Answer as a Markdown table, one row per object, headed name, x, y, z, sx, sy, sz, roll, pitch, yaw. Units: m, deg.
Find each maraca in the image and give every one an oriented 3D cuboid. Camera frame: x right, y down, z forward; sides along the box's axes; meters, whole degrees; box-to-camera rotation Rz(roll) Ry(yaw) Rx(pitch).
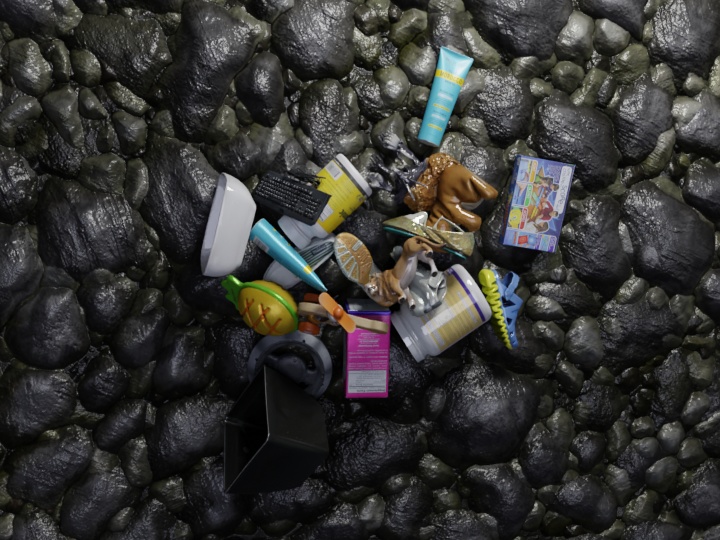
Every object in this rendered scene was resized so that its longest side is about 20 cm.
| name | x | y | z | sx | sy | sz | roll | pitch | yaw |
| --- | --- | --- | --- | --- | --- | --- | --- | --- | --- |
| maraca | -0.217 | 0.074 | 1.309 | 0.197 | 0.107 | 0.139 | 21 | 140 | 20 |

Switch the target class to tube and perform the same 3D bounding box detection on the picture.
| name | x | y | z | sx | sy | sz | roll | pitch | yaw |
| --- | --- | --- | --- | --- | --- | --- | --- | --- | --- |
| tube | 0.178 | -0.373 | 1.312 | 0.076 | 0.050 | 0.204 | 17 | 94 | -17 |
| tube | -0.146 | -0.022 | 1.263 | 0.199 | 0.077 | 0.051 | 42 | 88 | 0 |

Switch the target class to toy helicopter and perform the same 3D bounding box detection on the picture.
| name | x | y | z | sx | sy | sz | roll | pitch | yaw |
| --- | --- | --- | --- | --- | --- | --- | --- | --- | --- |
| toy helicopter | -0.034 | 0.097 | 1.249 | 0.196 | 0.132 | 0.081 | 14 | 73 | -6 |

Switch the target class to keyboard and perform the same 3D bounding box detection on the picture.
| name | x | y | z | sx | sy | sz | roll | pitch | yaw |
| --- | --- | --- | --- | --- | --- | --- | --- | --- | --- |
| keyboard | -0.146 | -0.170 | 1.253 | 0.105 | 0.198 | 0.040 | -60 | 144 | -7 |

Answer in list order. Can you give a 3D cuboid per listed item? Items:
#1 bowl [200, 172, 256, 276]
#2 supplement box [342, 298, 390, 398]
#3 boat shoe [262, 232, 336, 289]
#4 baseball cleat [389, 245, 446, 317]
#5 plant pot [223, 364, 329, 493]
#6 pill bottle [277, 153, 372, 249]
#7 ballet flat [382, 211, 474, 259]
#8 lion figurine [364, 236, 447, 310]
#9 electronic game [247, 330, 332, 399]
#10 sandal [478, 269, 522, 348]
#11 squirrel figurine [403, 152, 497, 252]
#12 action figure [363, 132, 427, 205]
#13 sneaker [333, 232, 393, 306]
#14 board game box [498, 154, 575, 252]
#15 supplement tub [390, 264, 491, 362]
| name | x | y | z | sx | sy | sz | roll | pitch | yaw |
| --- | --- | --- | --- | --- | --- | --- | --- | --- | --- |
| bowl | -0.272 | -0.090 | 1.246 | 0.073 | 0.200 | 0.204 | 14 | 99 | -20 |
| supplement box | 0.011 | 0.176 | 1.376 | 0.101 | 0.101 | 0.205 | 1 | 102 | -7 |
| boat shoe | -0.136 | -0.018 | 1.337 | 0.199 | 0.067 | 0.074 | -39 | 103 | 3 |
| baseball cleat | 0.131 | 0.012 | 1.314 | 0.105 | 0.202 | 0.070 | -25 | 139 | 10 |
| plant pot | -0.182 | 0.368 | 1.339 | 0.175 | 0.202 | 0.200 | 24 | 119 | -28 |
| pill bottle | -0.079 | -0.142 | 1.295 | 0.199 | 0.111 | 0.112 | -42 | 103 | 4 |
| ballet flat | 0.144 | -0.085 | 1.259 | 0.196 | 0.071 | 0.072 | 21 | 100 | 7 |
| lion figurine | 0.092 | -0.005 | 1.238 | 0.072 | 0.123 | 0.201 | 23 | 112 | -37 |
| electronic game | -0.162 | 0.227 | 1.397 | 0.195 | 0.042 | 0.204 | -1 | 109 | -4 |
| sandal | 0.342 | 0.085 | 1.408 | 0.085 | 0.080 | 0.204 | -17 | 105 | -6 |
| squirrel figurine | 0.177 | -0.145 | 1.329 | 0.199 | 0.142 | 0.188 | 37 | 107 | 2 |
| action figure | 0.065 | -0.212 | 1.247 | 0.101 | 0.201 | 0.120 | 26 | 107 | -27 |
| sneaker | 0.000 | 0.000 | 1.342 | 0.075 | 0.088 | 0.201 | -41 | 110 | -8 |
| board game box | 0.402 | -0.151 | 1.384 | 0.132 | 0.034 | 0.205 | 8 | 101 | -9 |
| supplement tub | 0.177 | 0.098 | 1.356 | 0.198 | 0.146 | 0.147 | -34 | 103 | 1 |
